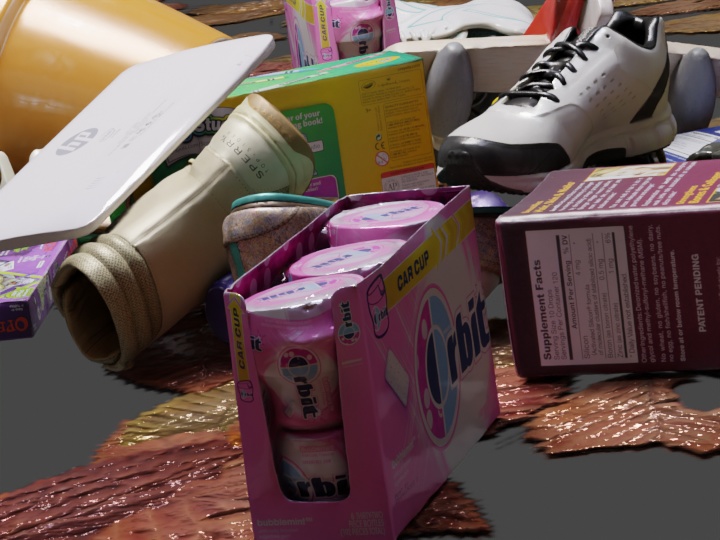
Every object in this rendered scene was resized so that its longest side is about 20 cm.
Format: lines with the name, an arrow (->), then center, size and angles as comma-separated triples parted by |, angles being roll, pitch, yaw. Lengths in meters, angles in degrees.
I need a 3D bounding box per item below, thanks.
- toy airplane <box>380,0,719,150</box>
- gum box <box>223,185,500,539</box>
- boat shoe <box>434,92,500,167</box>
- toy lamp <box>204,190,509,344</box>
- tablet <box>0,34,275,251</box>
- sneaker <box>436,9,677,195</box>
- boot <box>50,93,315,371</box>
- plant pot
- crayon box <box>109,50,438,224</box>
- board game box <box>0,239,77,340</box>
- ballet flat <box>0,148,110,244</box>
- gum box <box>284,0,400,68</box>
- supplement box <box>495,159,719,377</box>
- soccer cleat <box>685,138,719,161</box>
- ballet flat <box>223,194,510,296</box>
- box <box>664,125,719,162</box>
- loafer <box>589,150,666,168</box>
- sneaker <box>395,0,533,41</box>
toy airplane -> 0.138, -0.124, 1.874 | 0.200, 0.141, 0.199 | -16, -25, 30
gum box -> 0.002, 0.041, 1.277 | 0.066, 0.114, 0.200 | -4, 13, 18
boat shoe -> 0.067, -0.110, 2.033 | 0.200, 0.076, 0.074 | -8, 4, -39
toy lamp -> 0.000, 0.000, 1.594 | 0.200, 0.058, 0.058 | -18, 16, -40
tablet -> -0.144, -0.071, 1.618 | 0.130, 0.014, 0.200 | -9, 29, 42
sneaker -> 0.106, -0.093, 1.563 | 0.074, 0.080, 0.200 | 13, 23, 32
boot -> -0.100, -0.002, 1.600 | 0.155, 0.073, 0.200 | -43, -11, -18
plant pot -> -0.185, -0.120, 1.996 | 0.183, 0.201, 0.200 | 15, 20, 20
crayon box -> -0.054, -0.058, 1.744 | 0.200, 0.119, 0.058 | -12, 13, -18
board game box -> -0.247, 0.012, 1.766 | 0.120, 0.032, 0.200 | -10, 12, 5
ballet flat -> -0.229, -0.048, 1.909 | 0.200, 0.067, 0.068 | -2, -3, 22
gum box -> -0.011, -0.167, 2.181 | 0.066, 0.114, 0.200 | -9, 13, -6
supplement box -> 0.180, -0.004, 1.428 | 0.200, 0.086, 0.110 | -3, 14, 20
soccer cleat -> 0.272, -0.053, 1.640 | 0.084, 0.065, 0.200 | -13, 13, -31
ballet flat -> 0.016, 0.001, 1.506 | 0.200, 0.067, 0.068 | 2, -14, -29
box -> 0.244, -0.070, 1.809 | 0.200, 0.032, 0.121 | -13, 14, -15
loafer -> 0.160, -0.026, 1.604 | 0.070, 0.075, 0.200 | 6, 18, 8
sneaker -> 0.054, -0.193, 2.400 | 0.200, 0.071, 0.080 | -8, 15, -4
